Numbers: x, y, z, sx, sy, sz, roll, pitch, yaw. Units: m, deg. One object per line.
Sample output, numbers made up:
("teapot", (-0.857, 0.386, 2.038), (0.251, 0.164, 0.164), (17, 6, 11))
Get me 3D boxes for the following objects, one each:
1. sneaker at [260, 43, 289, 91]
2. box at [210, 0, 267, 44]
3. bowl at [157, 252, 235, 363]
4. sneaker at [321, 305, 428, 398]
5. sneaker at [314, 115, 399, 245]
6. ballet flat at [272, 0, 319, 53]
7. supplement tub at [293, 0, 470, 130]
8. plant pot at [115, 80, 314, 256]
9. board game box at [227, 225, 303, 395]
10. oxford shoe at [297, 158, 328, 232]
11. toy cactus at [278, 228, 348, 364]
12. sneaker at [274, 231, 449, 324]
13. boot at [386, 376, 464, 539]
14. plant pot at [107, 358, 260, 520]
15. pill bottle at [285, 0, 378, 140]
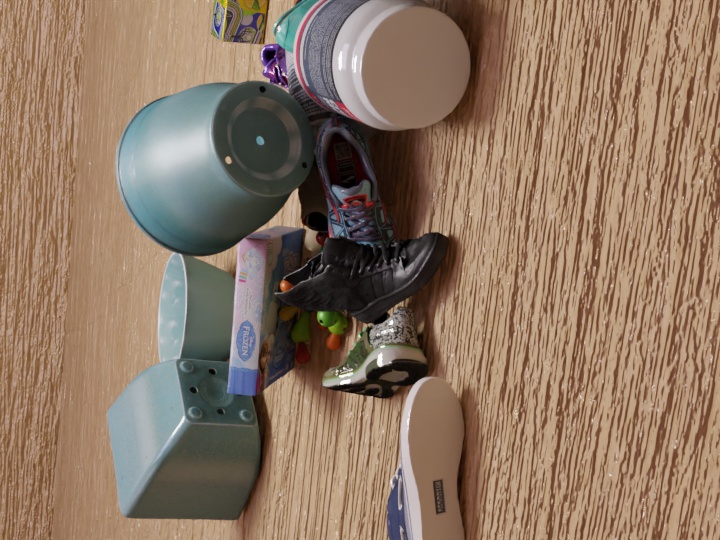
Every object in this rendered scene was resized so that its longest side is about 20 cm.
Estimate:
("sneaker", (-0.082, -0.250, 1.737), (0.200, 0.083, 0.081), (-133, 49, -58))
("box", (-0.175, -0.446, 1.989), (0.064, 0.070, 0.201), (-141, 56, -60))
("bowl", (-0.249, 0.073, 2.084), (0.201, 0.104, 0.202), (-175, 90, -69))
("sneaker", (0.020, 0.092, 1.509), (0.200, 0.077, 0.089), (-28, 51, 58))
("sneaker", (-0.011, -0.074, 1.484), (0.096, 0.079, 0.201), (-63, -46, -85))
("ballet flat", (-0.013, -0.316, 1.534), (0.070, 0.200, 0.067), (41, 165, 11))
("supplement tub", (0.020, -0.226, 1.415), (0.200, 0.140, 0.141), (-147, 61, -64))
("plant pot", (-0.155, -0.130, 1.534), (0.188, 0.199, 0.201), (-15, 74, 56))
("board game box", (-0.122, 0.048, 1.742), (0.200, 0.043, 0.200), (-31, -55, -77))
("oxford shoe", (-0.056, -0.093, 1.604), (0.075, 0.070, 0.200), (-49, 42, -6))
("toy cactus", (-0.058, 0.008, 1.673), (0.201, 0.102, 0.166), (103, 166, -47))
("sneaker", (0.001, -0.002, 1.443), (0.200, 0.104, 0.060), (-40, 22, 44))
("boot", (0.058, 0.211, 1.383), (0.090, 0.072, 0.201), (-4, 85, 62))
("plant pot", (-0.249, 0.239, 1.991), (0.200, 0.195, 0.197), (-56, 38, 40))
("pill bottle", (-0.038, -0.256, 1.602), (0.106, 0.106, 0.201), (144, 125, -62))
